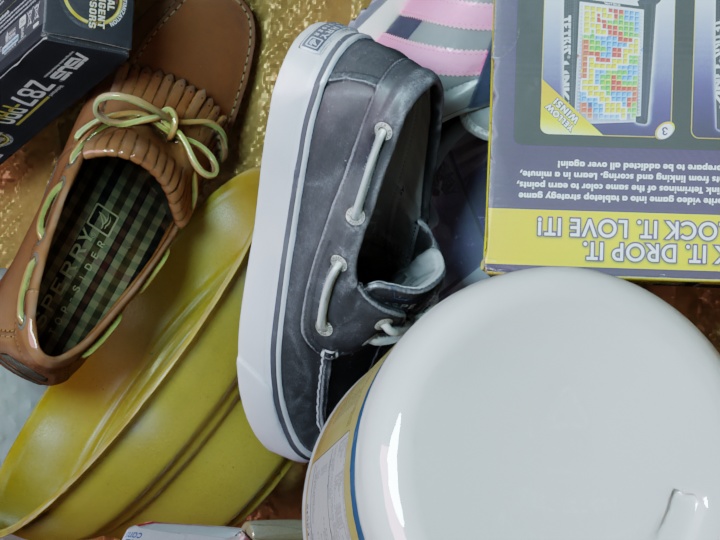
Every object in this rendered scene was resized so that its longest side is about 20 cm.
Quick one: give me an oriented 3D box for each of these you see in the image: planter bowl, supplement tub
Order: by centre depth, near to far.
[{"bbox_3d":[0.055,0.087,0.994,0.200,0.144,0.146,127,136,-75],"label":"supplement tub"},{"bbox_3d":[-0.072,0.058,1.167,0.201,0.083,0.201,-48,14,16],"label":"planter bowl"}]

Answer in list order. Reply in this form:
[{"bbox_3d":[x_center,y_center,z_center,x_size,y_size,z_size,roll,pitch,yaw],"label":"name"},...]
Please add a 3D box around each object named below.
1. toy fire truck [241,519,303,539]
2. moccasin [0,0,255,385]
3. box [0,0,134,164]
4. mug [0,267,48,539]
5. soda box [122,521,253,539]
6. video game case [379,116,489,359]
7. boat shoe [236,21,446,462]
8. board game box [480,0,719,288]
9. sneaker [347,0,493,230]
[{"bbox_3d":[-0.088,0.210,1.138,0.128,0.176,0.201,-8,81,40],"label":"toy fire truck"},{"bbox_3d":[-0.104,-0.043,1.196,0.202,0.074,0.078,-57,17,-19],"label":"moccasin"},{"bbox_3d":[-0.160,-0.146,1.244,0.200,0.049,0.162,-31,55,58],"label":"box"},{"bbox_3d":[-0.245,0.091,1.279,0.147,0.175,0.201,36,110,36],"label":"mug"},{"bbox_3d":[-0.031,0.183,1.075,0.063,0.200,0.070,2,53,41],"label":"soda box"},{"bbox_3d":[0.053,-0.042,1.106,0.200,0.019,0.144,-39,60,34],"label":"video game case"},{"bbox_3d":[0.000,0.000,1.055,0.068,0.072,0.201,23,126,24],"label":"boat shoe"},{"bbox_3d":[0.146,-0.076,0.971,0.199,0.057,0.167,3,89,5],"label":"board game box"},{"bbox_3d":[0.056,-0.099,1.063,0.082,0.070,0.200,50,122,15],"label":"sneaker"}]
